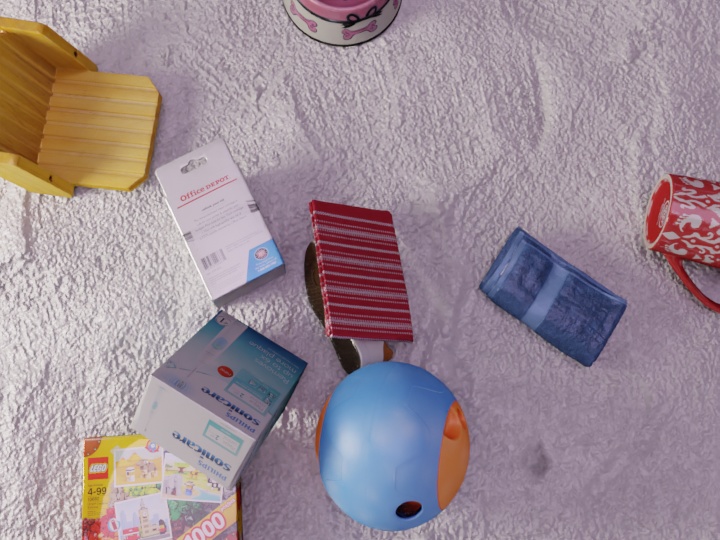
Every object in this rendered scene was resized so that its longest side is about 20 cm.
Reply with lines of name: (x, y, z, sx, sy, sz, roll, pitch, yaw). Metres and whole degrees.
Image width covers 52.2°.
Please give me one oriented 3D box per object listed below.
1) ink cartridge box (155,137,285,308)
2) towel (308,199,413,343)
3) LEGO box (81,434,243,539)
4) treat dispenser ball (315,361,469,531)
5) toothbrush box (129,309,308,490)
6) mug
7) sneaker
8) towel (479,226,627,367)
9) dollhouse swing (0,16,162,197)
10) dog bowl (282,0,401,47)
ink cartridge box: (-0.197, -0.067, 1.038, 0.114, 0.067, 0.204, -25, 81, -7)
towel: (0.000, 0.000, 1.011, 0.141, 0.022, 0.205, 6, 63, -33)
LEGO box: (-0.253, 0.289, 0.959, 0.194, 0.077, 0.154, -3, 79, -3)
treat dispenser ball: (0.040, 0.218, 0.924, 0.194, 0.201, 0.207, 1, 78, -3)
toothbrush box: (-0.170, 0.154, 0.924, 0.144, 0.200, 0.087, 31, 114, 4)
mug: (0.513, -0.043, 1.039, 0.194, 0.134, 0.183, 13, 76, 3)
sneaker: (-0.017, 0.048, 1.036, 0.083, 0.073, 0.204, -9, 69, -38)
towel: (0.275, 0.039, 1.050, 0.198, 0.049, 0.113, 35, 80, 4)
dollhouse swing: (-0.402, -0.220, 1.016, 0.171, 0.182, 0.206, 3, 77, 19)
dog bowl: (-0.028, -0.453, 1.122, 0.194, 0.074, 0.207, 1, 78, -3)
